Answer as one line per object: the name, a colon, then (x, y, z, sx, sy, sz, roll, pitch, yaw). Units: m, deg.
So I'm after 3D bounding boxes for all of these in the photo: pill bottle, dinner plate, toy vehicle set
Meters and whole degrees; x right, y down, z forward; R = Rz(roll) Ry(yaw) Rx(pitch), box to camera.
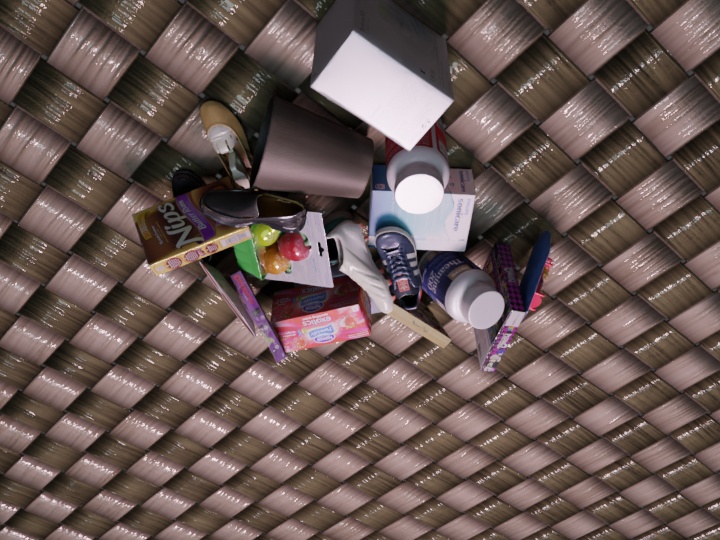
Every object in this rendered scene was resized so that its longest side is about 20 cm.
pill bottle: (0.100, -0.195, 1.409, 0.111, 0.201, 0.113, 0, 132, 0)
dinner plate: (-0.271, 0.057, 1.665, 0.024, 0.200, 0.201, -35, 129, -10)
toy vehicle set: (0.100, 0.083, 1.687, 0.199, 0.125, 0.027, 32, 106, -39)
pill bottle: (0.202, 0.035, 1.601, 0.110, 0.200, 0.112, -11, 119, -21)

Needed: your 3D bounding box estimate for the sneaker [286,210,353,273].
sneaker: (-0.089, -0.038, 1.631, 0.071, 0.080, 0.200, 31, 126, -28)

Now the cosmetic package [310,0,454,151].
cosmetic package: (0.035, -0.337, 1.282, 0.199, 0.201, 0.123, 27, 128, -23)

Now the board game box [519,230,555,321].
board game box: (0.358, 0.021, 1.597, 0.038, 0.158, 0.202, 18, 95, 0)

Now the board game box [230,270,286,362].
board game box: (-0.213, 0.093, 1.664, 0.032, 0.120, 0.202, -28, 94, -2)

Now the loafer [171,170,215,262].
loafer: (-0.325, -0.104, 1.586, 0.071, 0.063, 0.201, -7, 132, 9)

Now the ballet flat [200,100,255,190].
ballet flat: (-0.237, -0.222, 1.480, 0.068, 0.063, 0.201, -17, 129, 15)

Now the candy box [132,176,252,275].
candy box: (-0.316, -0.083, 1.501, 0.198, 0.118, 0.057, -23, 159, -5)

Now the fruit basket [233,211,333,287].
fruit basket: (-0.154, -0.054, 1.584, 0.197, 0.094, 0.187, 4, 130, 15)

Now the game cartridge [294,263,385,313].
game cartridge: (-0.038, 0.048, 1.742, 0.197, 0.041, 0.134, -11, 127, 10)

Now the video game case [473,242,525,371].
video game case: (0.279, 0.075, 1.652, 0.035, 0.201, 0.183, 9, 131, -10)

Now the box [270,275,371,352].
box: (-0.082, 0.092, 1.693, 0.197, 0.096, 0.100, -12, 132, 11)

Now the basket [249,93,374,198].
basket: (-0.085, -0.210, 1.448, 0.197, 0.137, 0.182, 11, 124, -15)

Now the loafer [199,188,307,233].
loafer: (-0.192, -0.119, 1.446, 0.197, 0.074, 0.072, 5, 161, -12)

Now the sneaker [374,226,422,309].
sneaker: (0.080, 0.001, 1.557, 0.074, 0.085, 0.201, -13, 138, 16)

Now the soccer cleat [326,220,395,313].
soccer cleat: (0.000, 0.000, 1.550, 0.077, 0.069, 0.202, -29, 99, -17)

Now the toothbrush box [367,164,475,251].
toothbrush box: (0.115, -0.120, 1.552, 0.197, 0.086, 0.148, 2, 134, -1)
